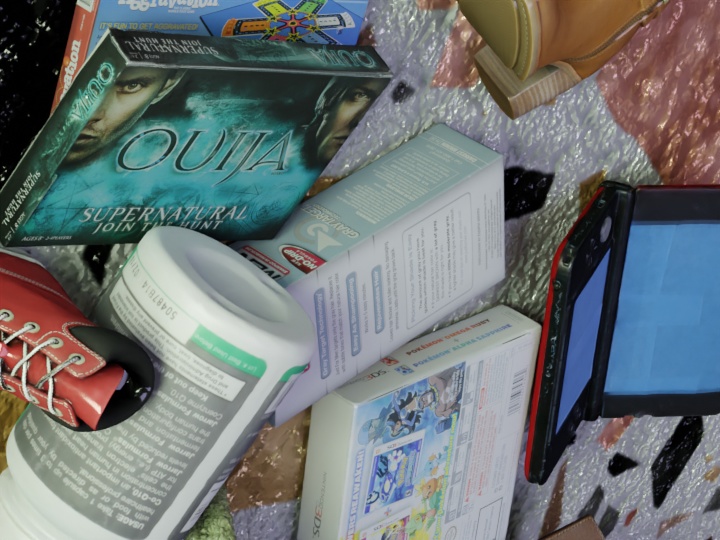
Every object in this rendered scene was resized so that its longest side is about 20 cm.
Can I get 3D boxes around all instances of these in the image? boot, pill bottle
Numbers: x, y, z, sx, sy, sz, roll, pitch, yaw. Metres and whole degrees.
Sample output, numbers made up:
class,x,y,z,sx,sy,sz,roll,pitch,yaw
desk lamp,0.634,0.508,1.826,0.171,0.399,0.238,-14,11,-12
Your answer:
class,x,y,z,sx,sy,sz,roll,pitch,yaw
boot,0.137,-0.177,1.252,0.155,0.074,0.200,-36,169,-3
pill bottle,-0.122,0.085,1.137,0.113,0.113,0.200,17,113,-52
boot,-0.195,0.027,1.005,0.200,0.144,0.072,10,109,-50

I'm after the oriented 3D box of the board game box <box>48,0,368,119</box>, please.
class,x,y,z,sx,sy,sz,roll,pitch,yaw
board game box,-0.079,-0.116,1.140,0.200,0.019,0.103,-6,121,-47

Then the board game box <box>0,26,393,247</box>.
class,x,y,z,sx,sy,sz,roll,pitch,yaw
board game box,-0.088,-0.068,1.115,0.200,0.028,0.135,-4,141,-48

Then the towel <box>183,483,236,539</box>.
class,x,y,z,sx,sy,sz,roll,pitch,yaw
towel,-0.091,0.194,1.215,0.036,0.200,0.149,-4,123,-10

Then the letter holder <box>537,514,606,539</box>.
class,x,y,z,sx,sy,sz,roll,pitch,yaw
letter holder,0.110,0.288,1.510,0.200,0.142,0.101,-20,165,-39

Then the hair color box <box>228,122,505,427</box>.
class,x,y,z,sx,sy,sz,roll,pitch,yaw
hair color box,0.000,0.000,1.277,0.200,0.061,0.099,-32,135,-32

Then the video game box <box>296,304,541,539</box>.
class,x,y,z,sx,sy,sz,roll,pitch,yaw
video game box,0.037,0.140,1.429,0.182,0.047,0.200,-22,129,-42

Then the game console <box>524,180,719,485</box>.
class,x,y,z,sx,sy,sz,roll,pitch,yaw
game console,0.204,0.047,1.483,0.172,0.119,0.200,-50,150,-54
